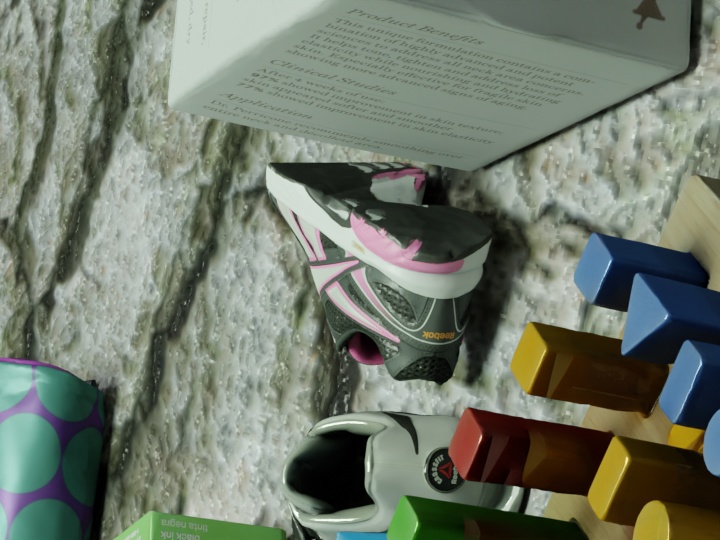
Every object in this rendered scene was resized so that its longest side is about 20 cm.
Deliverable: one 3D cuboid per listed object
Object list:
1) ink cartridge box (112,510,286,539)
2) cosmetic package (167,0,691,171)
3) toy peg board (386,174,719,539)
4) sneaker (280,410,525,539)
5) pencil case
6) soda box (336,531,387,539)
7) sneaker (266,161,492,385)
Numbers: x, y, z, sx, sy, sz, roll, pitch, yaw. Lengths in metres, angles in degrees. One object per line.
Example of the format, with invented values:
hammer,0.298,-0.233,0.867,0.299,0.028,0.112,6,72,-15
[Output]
ink cartridge box,-0.104,0.247,1.392,0.145,0.084,0.201,140,135,-56
cosmetic package,0.030,-0.156,1.161,0.200,0.167,0.167,-23,59,62
toy peg board,0.099,0.087,0.984,0.200,0.097,0.200,-122,47,-57
sneaker,-0.005,0.098,1.232,0.200,0.088,0.074,151,125,-62
pencil case,-0.218,0.162,1.691,0.092,0.085,0.201,-7,72,49
soda box,0.020,0.217,1.119,0.068,0.064,0.201,53,-142,-70
sneaker,0.000,0.000,1.281,0.200,0.080,0.087,-133,46,-68
